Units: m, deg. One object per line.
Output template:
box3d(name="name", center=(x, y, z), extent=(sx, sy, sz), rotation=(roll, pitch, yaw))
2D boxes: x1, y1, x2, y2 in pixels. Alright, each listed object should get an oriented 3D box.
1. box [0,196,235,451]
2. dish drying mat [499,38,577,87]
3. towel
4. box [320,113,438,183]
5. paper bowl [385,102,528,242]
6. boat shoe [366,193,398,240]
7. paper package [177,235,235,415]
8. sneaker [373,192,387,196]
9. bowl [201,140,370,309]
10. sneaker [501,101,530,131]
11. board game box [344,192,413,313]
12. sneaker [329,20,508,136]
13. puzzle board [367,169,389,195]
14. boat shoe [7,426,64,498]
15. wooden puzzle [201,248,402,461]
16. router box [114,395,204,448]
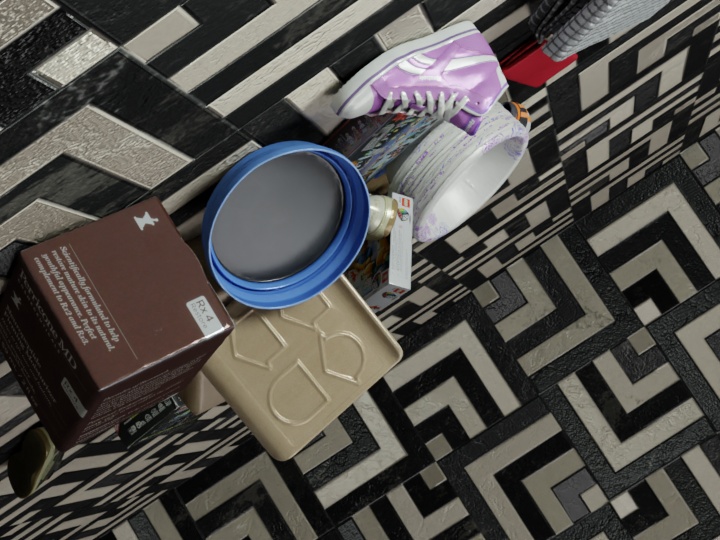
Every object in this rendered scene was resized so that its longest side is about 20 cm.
box3d(name="box", center=(-0.264, 0.059, 1.391), extent=(0.164, 0.166, 0.200), rotation=(-26, 168, -32))
box3d(name="dish drying mat", center=(0.234, -0.275, 1.765), extent=(0.077, 0.018, 0.200), rotation=(-36, 171, 20))
box3d(name="towel", center=(0.294, -0.331, 1.500), extent=(0.200, 0.086, 0.166), rotation=(-29, 171, -30))
box3d(name="box", center=(0.016, -0.157, 1.588), extent=(0.137, 0.040, 0.200), rotation=(-20, 164, -50))
box3d(name="paper bowl", center=(0.113, -0.140, 1.719), extent=(0.201, 0.104, 0.201), rotation=(-41, 163, -15))
box3d(name="boat shoe", center=(-0.028, -0.065, 1.665), extent=(0.065, 0.072, 0.200), rotation=(18, 167, -25))
box3d(name="paper package", center=(-0.155, 0.050, 1.655), extent=(0.190, 0.103, 0.200), rotation=(-26, 141, -34))
box3d(name="sneaker", center=(0.020, -0.070, 1.845), extent=(0.088, 0.081, 0.200), rotation=(-41, 173, 6))
box3d(name="bowl", center=(-0.084, -0.053, 1.483), extent=(0.200, 0.039, 0.201), rotation=(-17, 127, -23))
box3d(name="sneaker", center=(0.146, -0.170, 1.876), extent=(0.200, 0.078, 0.112), rotation=(-46, 163, 13))
box3d(name="board game box", center=(0.000, 0.000, 1.685), extent=(0.035, 0.127, 0.200), rotation=(17, 150, -26))
box3d(name="sneaker", center=(0.072, -0.185, 1.421), extent=(0.200, 0.114, 0.073), rotation=(-27, 170, -22))
box3d(name="puzzle board", center=(0.003, -0.115, 1.823), extent=(0.200, 0.017, 0.151), rotation=(-33, 169, -4))
box3d(name="boat shoe", center=(-0.500, 0.297, 2.086), extent=(0.066, 0.072, 0.201), rotation=(-19, 159, -37))
box3d(name="wooden puzzle", center=(-0.079, 0.094, 1.575), extent=(0.200, 0.185, 0.046), rotation=(-40, -172, -11))
box3d(name="router box", center=(-0.319, 0.229, 2.341), extent=(0.150, 0.062, 0.200), rotation=(-37, 169, 30))
